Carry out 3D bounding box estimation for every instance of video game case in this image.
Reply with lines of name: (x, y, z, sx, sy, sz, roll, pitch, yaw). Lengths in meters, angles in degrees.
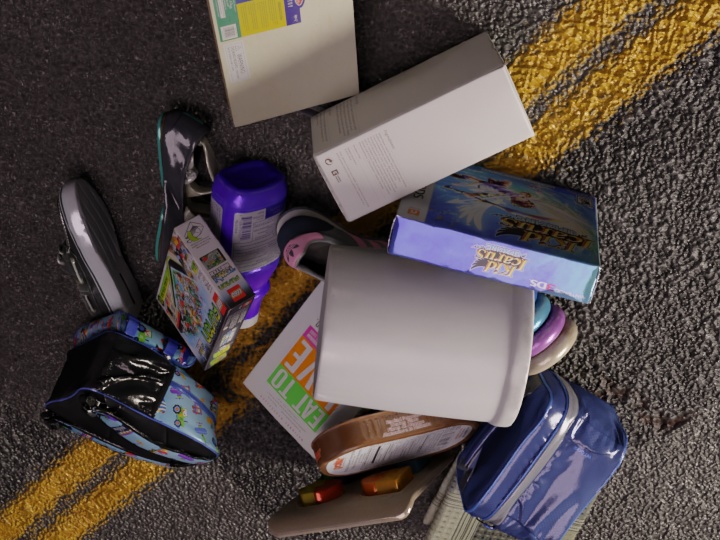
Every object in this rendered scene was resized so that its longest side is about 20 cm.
video game case: (0.137, -0.048, 1.190, 0.199, 0.181, 0.046, 14, 118, 3)

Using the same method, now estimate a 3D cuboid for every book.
book: (-0.038, 0.114, 1.400, 0.134, 0.048, 0.200, 47, 126, 13)

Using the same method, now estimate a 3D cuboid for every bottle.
bottle: (-0.130, -0.025, 1.336, 0.065, 0.083, 0.201, 41, 138, 35)

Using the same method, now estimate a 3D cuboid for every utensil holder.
utensil holder: (0.059, 0.061, 1.194, 0.199, 0.170, 0.170, 7, 127, -3)

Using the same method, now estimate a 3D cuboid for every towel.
towel: (0.190, 0.303, 1.519, 0.192, 0.035, 0.200, 13, 126, -9)

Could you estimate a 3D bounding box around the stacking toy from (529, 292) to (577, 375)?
stacking toy: (0.150, 0.018, 1.310, 0.085, 0.085, 0.200, -32, 106, 30)

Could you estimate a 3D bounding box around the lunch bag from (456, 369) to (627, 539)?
lunch bag: (0.193, 0.214, 1.371, 0.132, 0.136, 0.200, 31, 104, -12)

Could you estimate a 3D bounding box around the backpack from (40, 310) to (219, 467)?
backpack: (-0.258, 0.156, 1.446, 0.200, 0.135, 0.182, 30, 153, -22)

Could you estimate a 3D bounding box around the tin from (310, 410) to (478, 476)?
tin: (0.042, 0.193, 1.382, 0.199, 0.042, 0.112, -11, 151, -15)

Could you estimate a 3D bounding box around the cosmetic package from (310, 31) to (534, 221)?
cosmetic package: (0.056, -0.142, 1.161, 0.199, 0.108, 0.085, -23, 117, 10)

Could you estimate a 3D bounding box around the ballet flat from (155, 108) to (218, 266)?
ballet flat: (-0.191, -0.083, 1.319, 0.073, 0.073, 0.201, 11, 125, 5)

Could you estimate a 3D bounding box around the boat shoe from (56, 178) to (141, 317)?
boat shoe: (-0.322, -0.015, 1.395, 0.071, 0.072, 0.201, -6, 126, 12)

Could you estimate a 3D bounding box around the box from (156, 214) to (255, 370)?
box: (-0.177, 0.029, 1.335, 0.110, 0.035, 0.200, 54, 154, 11)

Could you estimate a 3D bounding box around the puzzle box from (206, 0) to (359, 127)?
puzzle box: (-0.071, -0.224, 1.114, 0.133, 0.025, 0.200, -15, 147, -7)

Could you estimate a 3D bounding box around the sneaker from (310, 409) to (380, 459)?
sneaker: (-0.006, 0.165, 1.461, 0.200, 0.074, 0.085, -37, 85, 37)

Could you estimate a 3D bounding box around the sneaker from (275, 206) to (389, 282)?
sneaker: (0.000, 0.000, 1.302, 0.199, 0.082, 0.070, 18, 120, -20)

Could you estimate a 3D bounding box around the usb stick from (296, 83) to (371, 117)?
usb stick: (-0.030, -0.178, 1.233, 0.199, 0.033, 0.056, 21, 120, -2)

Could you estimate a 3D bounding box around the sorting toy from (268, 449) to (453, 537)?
sorting toy: (0.003, 0.257, 1.442, 0.184, 0.200, 0.037, -13, 98, 22)
